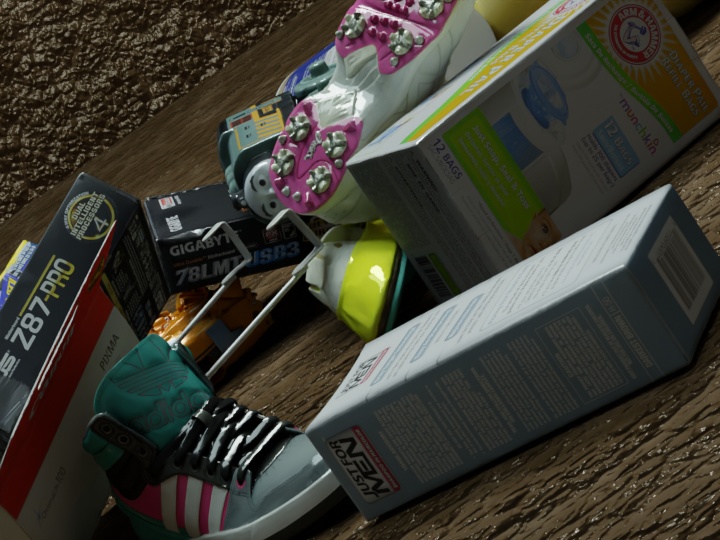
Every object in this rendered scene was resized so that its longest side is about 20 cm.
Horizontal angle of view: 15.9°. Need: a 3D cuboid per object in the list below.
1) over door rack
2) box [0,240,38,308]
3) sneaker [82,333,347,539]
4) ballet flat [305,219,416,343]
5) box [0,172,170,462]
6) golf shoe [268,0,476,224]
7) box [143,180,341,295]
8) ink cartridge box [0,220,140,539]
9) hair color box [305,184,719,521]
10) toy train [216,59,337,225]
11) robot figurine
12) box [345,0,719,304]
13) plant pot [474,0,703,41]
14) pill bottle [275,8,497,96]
[{"bbox_3d":[-0.095,0.062,1.651,0.201,0.066,0.148,-61,18,-14],"label":"over door rack"},{"bbox_3d":[-0.241,0.070,1.761,0.200,0.070,0.064,-64,-9,-48],"label":"box"},{"bbox_3d":[-0.083,0.089,1.405,0.200,0.121,0.084,-22,17,50],"label":"sneaker"},{"bbox_3d":[0.000,0.000,1.655,0.200,0.067,0.067,-65,-11,-74],"label":"ballet flat"},{"bbox_3d":[-0.181,0.045,1.598,0.162,0.049,0.200,-63,-8,-13],"label":"box"},{"bbox_3d":[0.022,-0.117,1.636,0.075,0.091,0.200,40,99,40],"label":"golf shoe"},{"bbox_3d":[-0.056,-0.040,1.890,0.198,0.050,0.200,-12,10,-4],"label":"box"},{"bbox_3d":[-0.160,0.092,1.465,0.200,0.047,0.160,109,-178,-53],"label":"ink cartridge box"},{"bbox_3d":[0.078,0.042,1.282,0.200,0.061,0.099,-28,12,30],"label":"hair color box"},{"bbox_3d":[-0.040,-0.081,1.771,0.114,0.085,0.200,-25,15,1],"label":"toy train"},{"bbox_3d":[-0.162,0.080,1.838,0.200,0.058,0.145,-39,15,-20],"label":"robot figurine"},{"bbox_3d":[0.110,-0.083,1.582,0.200,0.113,0.101,-39,12,-23],"label":"box"},{"bbox_3d":[0.171,-0.256,1.965,0.201,0.201,0.189,-43,-1,-37],"label":"plant pot"},{"bbox_3d":[0.021,-0.140,2.039,0.116,0.116,0.200,-42,7,-32],"label":"pill bottle"}]
